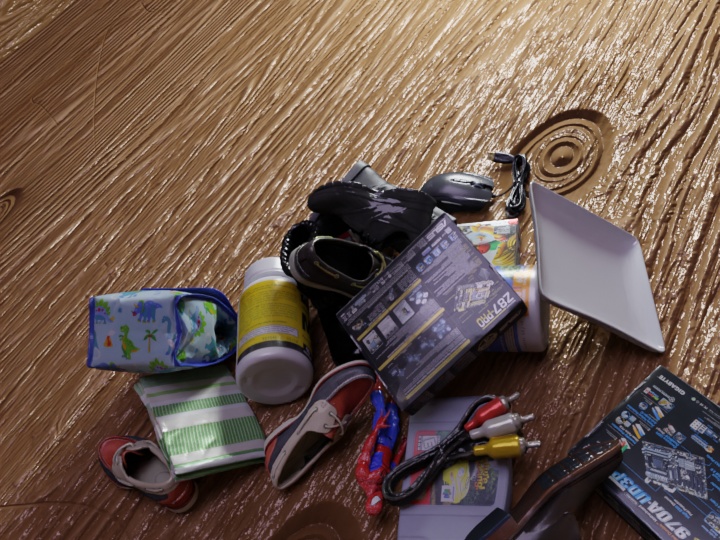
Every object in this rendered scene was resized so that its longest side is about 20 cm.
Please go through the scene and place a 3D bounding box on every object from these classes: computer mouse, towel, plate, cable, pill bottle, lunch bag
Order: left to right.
[{"bbox_3d":[-0.288,0.091,1.069,0.165,0.199,0.132,-1,82,21],"label":"lunch bag"},{"bbox_3d":[-0.224,0.209,0.987,0.149,0.024,0.200,-3,32,-33],"label":"towel"},{"bbox_3d":[-0.129,0.084,1.044,0.111,0.116,0.203,-17,45,9],"label":"pill bottle"},{"bbox_3d":[0.109,0.201,0.821,0.195,0.051,0.098,-21,43,3],"label":"cable"},{"bbox_3d":[0.187,-0.156,1.167,0.195,0.046,0.143,4,53,28],"label":"computer mouse"},{"bbox_3d":[0.152,0.051,0.945,0.194,0.113,0.114,-1,48,23],"label":"pill bottle"},{"bbox_3d":[0.298,-0.001,0.910,0.032,0.196,0.203,-50,24,43],"label":"plate"}]

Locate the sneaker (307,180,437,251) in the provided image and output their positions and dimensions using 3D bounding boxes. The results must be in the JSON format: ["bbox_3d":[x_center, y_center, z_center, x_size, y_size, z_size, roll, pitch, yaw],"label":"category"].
[{"bbox_3d":[0.010,-0.077,1.012,0.194,0.076,0.094,8,84,20],"label":"sneaker"}]

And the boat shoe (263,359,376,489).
[{"bbox_3d":[-0.050,0.200,0.907,0.200,0.071,0.063,-44,32,11],"label":"boat shoe"}]

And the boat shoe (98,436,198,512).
[{"bbox_3d":[-0.309,0.274,0.980,0.196,0.063,0.072,15,58,36],"label":"boat shoe"}]

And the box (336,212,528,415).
[{"bbox_3d":[0.086,0.053,0.884,0.200,0.049,0.162,-43,59,5],"label":"box"}]

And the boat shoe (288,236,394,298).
[{"bbox_3d":[0.000,0.000,0.970,0.060,0.197,0.074,-31,56,51],"label":"boat shoe"}]

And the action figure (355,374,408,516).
[{"bbox_3d":[0.031,0.212,0.888,0.051,0.066,0.204,-16,42,33],"label":"action figure"}]

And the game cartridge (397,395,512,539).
[{"bbox_3d":[0.117,0.243,0.841,0.129,0.041,0.204,-4,48,16],"label":"game cartridge"}]

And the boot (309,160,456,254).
[{"bbox_3d":[0.029,-0.057,1.072,0.198,0.066,0.166,36,83,21],"label":"boot"}]

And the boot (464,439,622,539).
[{"bbox_3d":[0.213,0.269,0.735,0.198,0.075,0.098,-35,83,-1],"label":"boot"}]

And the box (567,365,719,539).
[{"bbox_3d":[0.348,0.218,0.746,0.158,0.046,0.200,-38,45,-11],"label":"box"}]

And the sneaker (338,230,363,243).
[{"bbox_3d":[0.012,-0.072,1.153,0.196,0.072,0.114,3,46,37],"label":"sneaker"}]

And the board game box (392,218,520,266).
[{"bbox_3d":[0.143,-0.013,1.064,0.194,0.035,0.129,-5,49,21],"label":"board game box"}]

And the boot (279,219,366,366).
[{"bbox_3d":[-0.046,0.041,1.012,0.078,0.159,0.213,-29,43,0],"label":"boot"}]
